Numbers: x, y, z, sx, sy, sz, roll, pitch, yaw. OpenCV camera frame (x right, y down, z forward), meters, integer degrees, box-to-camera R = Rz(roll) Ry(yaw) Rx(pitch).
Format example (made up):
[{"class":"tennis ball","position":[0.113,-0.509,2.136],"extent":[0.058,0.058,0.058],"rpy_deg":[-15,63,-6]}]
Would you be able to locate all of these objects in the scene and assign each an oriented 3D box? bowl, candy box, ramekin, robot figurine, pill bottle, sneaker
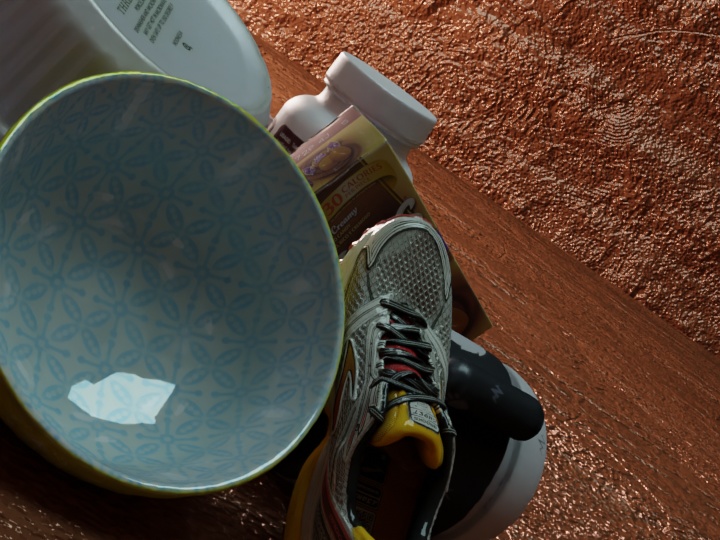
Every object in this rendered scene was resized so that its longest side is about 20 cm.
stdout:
[{"class":"bowl","position":[-0.116,0.017,0.756],"extent":[0.199,0.202,0.107],"rpy_deg":[31,-32,-25]},{"class":"candy box","position":[0.000,0.000,1.063],"extent":[0.057,0.116,0.201],"rpy_deg":[49,-6,49]},{"class":"ramekin","position":[-0.136,-0.116,0.860],"extent":[0.202,0.094,0.203],"rpy_deg":[40,24,-22]},{"class":"robot figurine","position":[0.020,0.084,0.914],"extent":[0.199,0.125,0.150],"rpy_deg":[30,11,-29]},{"class":"pill bottle","position":[-0.035,-0.050,1.123],"extent":[0.112,0.201,0.113],"rpy_deg":[34,11,-7]},{"class":"sneaker","position":[0.020,0.068,0.773],"extent":[0.077,0.202,0.082],"rpy_deg":[16,-21,-25]}]

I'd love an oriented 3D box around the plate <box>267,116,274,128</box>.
[{"class":"plate","position":[-0.104,-0.108,1.267],"extent":[0.200,0.032,0.199],"rpy_deg":[47,-11,-18]}]
